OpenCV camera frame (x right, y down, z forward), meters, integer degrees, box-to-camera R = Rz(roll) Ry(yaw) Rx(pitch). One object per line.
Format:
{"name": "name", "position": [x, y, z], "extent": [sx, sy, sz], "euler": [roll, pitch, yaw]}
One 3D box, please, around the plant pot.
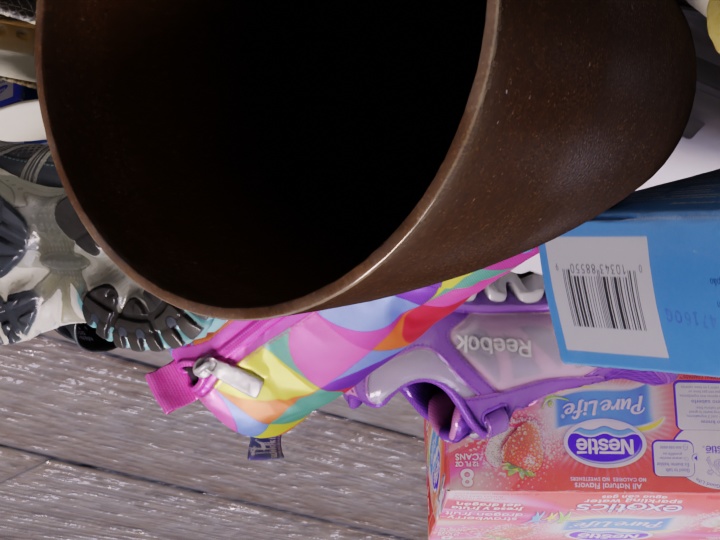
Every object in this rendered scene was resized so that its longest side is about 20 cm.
{"name": "plant pot", "position": [0.026, -0.074, 0.747], "extent": [0.186, 0.188, 0.199], "euler": [-19, 166, 36]}

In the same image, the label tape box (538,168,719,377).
{"name": "label tape box", "position": [0.189, -0.014, 0.835], "extent": [0.199, 0.067, 0.143], "euler": [-13, -174, -29]}

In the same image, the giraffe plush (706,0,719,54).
{"name": "giraffe plush", "position": [0.166, -0.133, 0.599], "extent": [0.199, 0.163, 0.173], "euler": [6, 156, -18]}

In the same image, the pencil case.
{"name": "pencil case", "position": [0.000, 0.000, 0.922], "extent": [0.088, 0.089, 0.200], "euler": [19, 137, -38]}

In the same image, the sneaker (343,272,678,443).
{"name": "sneaker", "position": [0.068, 0.044, 1.089], "extent": [0.199, 0.089, 0.080], "euler": [10, 168, -24]}

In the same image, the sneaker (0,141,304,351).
{"name": "sneaker", "position": [-0.101, -0.015, 0.839], "extent": [0.199, 0.078, 0.086], "euler": [12, -154, 40]}

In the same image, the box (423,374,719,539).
{"name": "box", "position": [0.137, 0.088, 1.191], "extent": [0.199, 0.103, 0.095], "euler": [0, 157, -6]}

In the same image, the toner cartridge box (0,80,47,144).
{"name": "toner cartridge box", "position": [-0.116, -0.040, 0.957], "extent": [0.095, 0.043, 0.200], "euler": [-15, 153, 30]}

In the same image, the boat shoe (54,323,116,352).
{"name": "boat shoe", "position": [-0.104, 0.000, 0.911], "extent": [0.198, 0.067, 0.074], "euler": [-13, 155, 23]}

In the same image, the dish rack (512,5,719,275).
{"name": "dish rack", "position": [0.116, -0.040, 0.968], "extent": [0.171, 0.044, 0.199], "euler": [17, 152, -38]}

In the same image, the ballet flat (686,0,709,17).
{"name": "ballet flat", "position": [0.194, -0.097, 0.802], "extent": [0.199, 0.070, 0.069], "euler": [11, 154, -37]}

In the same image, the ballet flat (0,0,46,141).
{"name": "ballet flat", "position": [-0.151, -0.088, 0.804], "extent": [0.199, 0.076, 0.068], "euler": [11, 155, -24]}
